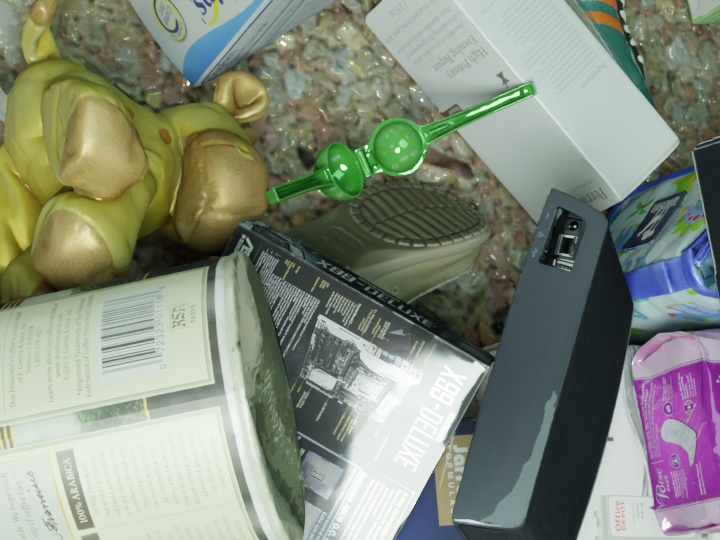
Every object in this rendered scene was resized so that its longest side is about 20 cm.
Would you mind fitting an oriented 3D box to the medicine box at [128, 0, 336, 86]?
[{"bbox_3d":[-0.031,-0.226,0.910,0.200,0.182,0.103,-37,92,-27],"label":"medicine box"}]

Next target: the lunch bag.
[{"bbox_3d":[0.242,-0.011,0.983,0.199,0.170,0.128,-17,87,-26],"label":"lunch bag"}]

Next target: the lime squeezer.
[{"bbox_3d":[0.014,-0.076,0.913,0.199,0.071,0.038,-24,76,-28],"label":"lime squeezer"}]

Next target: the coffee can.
[{"bbox_3d":[-0.139,0.082,0.730,0.198,0.146,0.148,-11,81,4],"label":"coffee can"}]

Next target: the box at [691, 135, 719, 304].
[{"bbox_3d":[0.318,0.003,0.857,0.195,0.124,0.202,-10,87,-29],"label":"box"}]

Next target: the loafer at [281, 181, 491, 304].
[{"bbox_3d":[0.000,0.000,0.934,0.199,0.069,0.076,-19,48,-39],"label":"loafer"}]

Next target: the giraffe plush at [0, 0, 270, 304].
[{"bbox_3d":[-0.124,-0.049,0.864,0.161,0.173,0.201,9,39,-32],"label":"giraffe plush"}]

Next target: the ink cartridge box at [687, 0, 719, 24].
[{"bbox_3d":[0.339,-0.254,1.142,0.198,0.067,0.118,-6,79,-23],"label":"ink cartridge box"}]

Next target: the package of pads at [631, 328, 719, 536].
[{"bbox_3d":[0.273,0.095,0.933,0.198,0.076,0.122,-1,76,-25],"label":"package of pads"}]

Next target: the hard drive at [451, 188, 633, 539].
[{"bbox_3d":[0.108,0.072,0.839,0.042,0.135,0.201,8,64,24],"label":"hard drive"}]

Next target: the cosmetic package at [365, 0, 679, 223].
[{"bbox_3d":[0.105,-0.126,0.992,0.074,0.102,0.200,-42,95,-25],"label":"cosmetic package"}]

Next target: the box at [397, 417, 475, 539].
[{"bbox_3d":[0.007,0.152,0.876,0.198,0.032,0.122,-5,78,0],"label":"box"}]

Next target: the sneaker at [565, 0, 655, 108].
[{"bbox_3d":[0.157,-0.185,1.044,0.080,0.071,0.201,-33,90,-22],"label":"sneaker"}]

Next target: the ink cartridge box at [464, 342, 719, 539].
[{"bbox_3d":[0.171,0.126,0.968,0.198,0.083,0.148,5,76,-22],"label":"ink cartridge box"}]

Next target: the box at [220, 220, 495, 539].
[{"bbox_3d":[-0.041,0.097,0.823,0.157,0.050,0.201,28,96,7],"label":"box"}]
